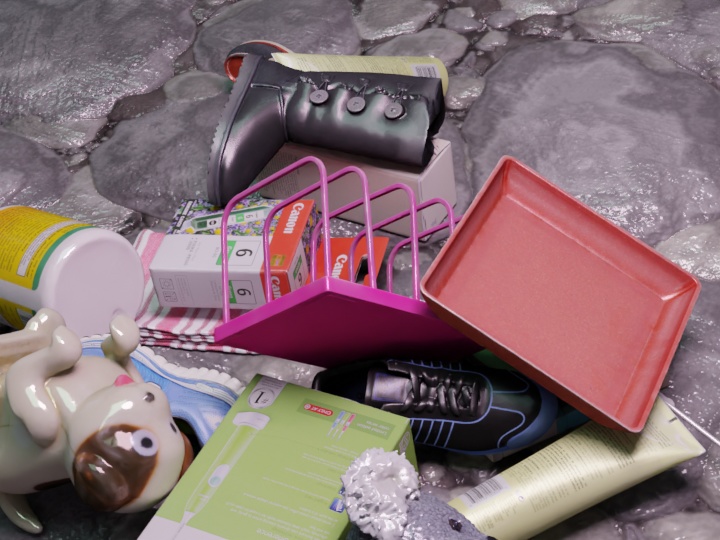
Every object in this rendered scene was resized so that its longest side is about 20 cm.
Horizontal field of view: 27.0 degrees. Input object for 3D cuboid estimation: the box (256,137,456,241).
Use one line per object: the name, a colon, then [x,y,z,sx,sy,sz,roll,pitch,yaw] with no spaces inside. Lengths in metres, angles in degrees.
box: [-0.008,-0.100,1.479,0.199,0.082,0.068,17,47,26]

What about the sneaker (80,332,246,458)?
sneaker: [-0.191,0.116,1.277,0.199,0.079,0.089,12,44,24]

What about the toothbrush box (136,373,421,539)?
toothbrush box: [-0.062,0.192,1.159,0.145,0.086,0.200,13,46,25]

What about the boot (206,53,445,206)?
boot: [-0.031,-0.120,1.406,0.199,0.066,0.166,12,67,8]

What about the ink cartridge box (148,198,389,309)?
ink cartridge box: [-0.083,-0.016,1.380,0.199,0.051,0.109,1,40,15]

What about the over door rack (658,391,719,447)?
over door rack: [0.339,0.102,1.188,0.148,0.067,0.200,-36,47,-27]

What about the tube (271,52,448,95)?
tube: [0.002,-0.195,1.539,0.199,0.052,0.058,-7,16,-41]

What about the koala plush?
koala plush: [0.038,0.232,1.036,0.183,0.178,0.201,-18,45,7]

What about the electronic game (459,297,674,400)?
electronic game: [0.173,0.035,1.286,0.199,0.042,0.201,-6,42,5]

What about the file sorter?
file sorter: [0.000,0.000,1.220,0.139,0.199,0.126,-24,61,43]

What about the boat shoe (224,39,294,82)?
boat shoe: [-0.078,-0.186,1.598,0.200,0.071,0.063,31,52,30]

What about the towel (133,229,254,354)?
towel: [-0.145,0.014,1.418,0.199,0.030,0.147,3,43,16]

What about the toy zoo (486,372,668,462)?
toy zoo: [0.144,0.089,1.279,0.199,0.021,0.131,-21,42,-12]

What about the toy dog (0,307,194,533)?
toy dog: [-0.229,0.127,1.181,0.199,0.195,0.139,12,2,35]

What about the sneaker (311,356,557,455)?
sneaker: [0.055,0.107,1.207,0.199,0.078,0.070,-4,70,27]

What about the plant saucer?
plant saucer: [0.158,0.022,1.196,0.200,0.037,0.200,34,44,2]

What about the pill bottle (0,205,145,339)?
pill bottle: [-0.302,0.001,1.393,0.199,0.113,0.113,14,46,42]

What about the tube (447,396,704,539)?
tube: [0.161,0.160,1.153,0.199,0.058,0.052,-27,-1,-11]
